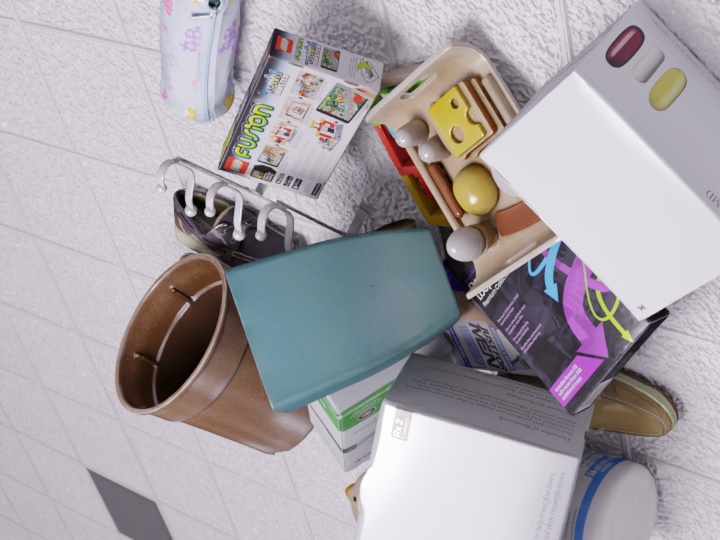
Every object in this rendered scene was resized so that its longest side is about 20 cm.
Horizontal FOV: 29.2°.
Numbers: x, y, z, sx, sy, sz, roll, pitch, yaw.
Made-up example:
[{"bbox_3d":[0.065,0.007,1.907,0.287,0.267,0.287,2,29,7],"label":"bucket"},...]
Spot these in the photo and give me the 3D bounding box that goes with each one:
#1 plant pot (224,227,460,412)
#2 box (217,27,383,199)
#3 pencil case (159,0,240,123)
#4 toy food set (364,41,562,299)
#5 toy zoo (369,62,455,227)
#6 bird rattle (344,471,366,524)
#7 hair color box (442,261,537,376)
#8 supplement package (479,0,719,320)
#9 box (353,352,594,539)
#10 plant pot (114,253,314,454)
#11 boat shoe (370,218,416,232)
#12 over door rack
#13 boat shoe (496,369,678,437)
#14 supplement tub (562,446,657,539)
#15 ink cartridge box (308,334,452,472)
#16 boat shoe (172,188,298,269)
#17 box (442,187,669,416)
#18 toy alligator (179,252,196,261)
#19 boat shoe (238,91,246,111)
[{"bbox_3d":[-0.009,0.039,1.358,0.141,0.199,0.142,69,-179,-83],"label":"plant pot"},{"bbox_3d":[-0.061,-0.146,1.336,0.109,0.035,0.200,17,148,-12],"label":"box"},{"bbox_3d":[-0.162,-0.242,1.410,0.091,0.083,0.200,55,154,25],"label":"pencil case"},{"bbox_3d":[0.094,-0.089,1.250,0.143,0.060,0.201,-37,82,48],"label":"toy food set"},{"bbox_3d":[0.084,-0.110,1.348,0.131,0.020,0.201,-3,125,48],"label":"toy zoo"},{"bbox_3d":[0.049,0.338,1.826,0.200,0.112,0.164,-33,84,54],"label":"bird rattle"},{"bbox_3d":[0.167,0.047,1.397,0.199,0.065,0.110,1,127,45],"label":"hair color box"},{"bbox_3d":[0.229,-0.086,1.134,0.200,0.111,0.156,45,148,-2],"label":"supplement package"},{"bbox_3d":[0.110,0.215,1.374,0.199,0.131,0.200,15,113,11],"label":"box"},{"bbox_3d":[-0.152,0.112,1.629,0.198,0.201,0.200,32,158,-35],"label":"plant pot"},{"bbox_3d":[0.000,0.000,1.496,0.200,0.073,0.065,-27,88,50],"label":"boat shoe"},{"bbox_3d":[-0.104,-0.063,1.453,0.147,0.200,0.067,25,102,26],"label":"over door rack"},{"bbox_3d":[0.225,0.140,1.422,0.199,0.076,0.072,14,136,37],"label":"boat shoe"},{"bbox_3d":[0.210,0.250,1.513,0.199,0.132,0.132,14,137,37],"label":"supplement tub"},{"bbox_3d":[0.018,0.128,1.525,0.083,0.146,0.200,54,166,21],"label":"ink cartridge box"},{"bbox_3d":[-0.153,-0.045,1.637,0.199,0.072,0.065,25,148,37],"label":"boat shoe"},{"bbox_3d":[0.175,0.015,1.281,0.200,0.036,0.143,51,135,22],"label":"box"},{"bbox_3d":[-0.151,0.033,1.722,0.200,0.059,0.054,43,-166,-24],"label":"toy alligator"},{"bbox_3d":[-0.085,-0.165,1.426,0.084,0.069,0.200,45,147,-1],"label":"boat shoe"}]
